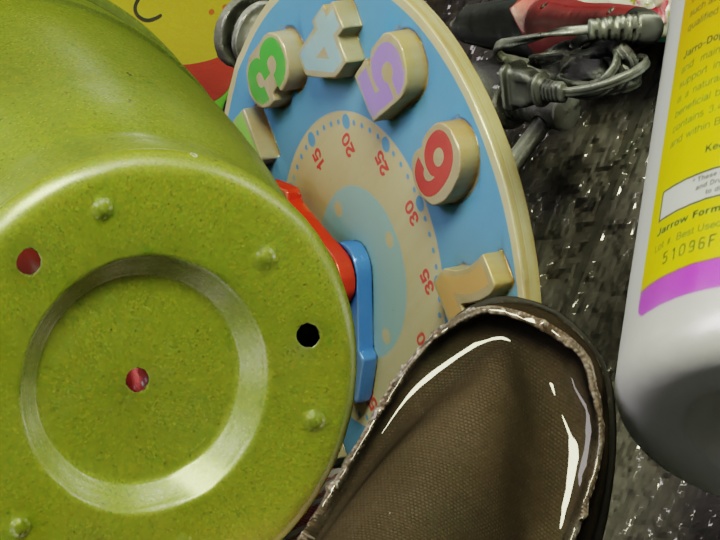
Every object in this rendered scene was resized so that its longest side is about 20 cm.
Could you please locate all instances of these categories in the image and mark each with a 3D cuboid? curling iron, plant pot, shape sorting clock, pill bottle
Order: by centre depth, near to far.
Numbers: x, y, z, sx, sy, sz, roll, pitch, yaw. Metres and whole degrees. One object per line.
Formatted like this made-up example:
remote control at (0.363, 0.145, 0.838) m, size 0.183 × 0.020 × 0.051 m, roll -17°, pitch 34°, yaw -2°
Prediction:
pill bottle at (0.134, -0.039, 0.831) m, size 0.104 × 0.104 × 0.200 m, roll -25°, pitch 44°, yaw 46°
plant pot at (-0.095, 0.015, 0.893) m, size 0.201 × 0.200 × 0.193 m, roll -61°, pitch 26°, yaw -2°
curling iron at (0.052, -0.075, 0.925) m, size 0.200 × 0.049 × 0.026 m, roll -130°, pitch 28°, yaw -77°
shape sorting clock at (0.000, 0.000, 0.972) m, size 0.200 × 0.039 × 0.200 m, roll 38°, pitch 134°, yaw 54°

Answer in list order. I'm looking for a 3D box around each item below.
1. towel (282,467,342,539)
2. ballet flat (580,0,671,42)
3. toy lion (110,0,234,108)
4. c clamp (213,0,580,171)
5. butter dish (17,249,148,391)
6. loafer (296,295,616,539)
towel at (-0.055, 0.104, 0.892) m, size 0.146 × 0.030 × 0.200 m, roll -26°, pitch 8°, yaw -18°
ballet flat at (0.056, -0.132, 1.025) m, size 0.076 × 0.064 × 0.200 m, roll -42°, pitch 41°, yaw -20°
toy lion at (-0.109, -0.114, 1.199) m, size 0.069 × 0.200 × 0.192 m, roll 27°, pitch 106°, yaw 63°
c clamp at (0.019, -0.091, 1.064) m, size 0.171 × 0.027 × 0.200 m, roll -45°, pitch 40°, yaw -19°
butter dish at (-0.131, 0.065, 1.114) m, size 0.148 × 0.200 × 0.200 m, roll -20°, pitch 40°, yaw 16°
loafer at (0.013, 0.091, 0.762) m, size 0.071 × 0.073 × 0.200 m, roll 88°, pitch -155°, yaw -68°
